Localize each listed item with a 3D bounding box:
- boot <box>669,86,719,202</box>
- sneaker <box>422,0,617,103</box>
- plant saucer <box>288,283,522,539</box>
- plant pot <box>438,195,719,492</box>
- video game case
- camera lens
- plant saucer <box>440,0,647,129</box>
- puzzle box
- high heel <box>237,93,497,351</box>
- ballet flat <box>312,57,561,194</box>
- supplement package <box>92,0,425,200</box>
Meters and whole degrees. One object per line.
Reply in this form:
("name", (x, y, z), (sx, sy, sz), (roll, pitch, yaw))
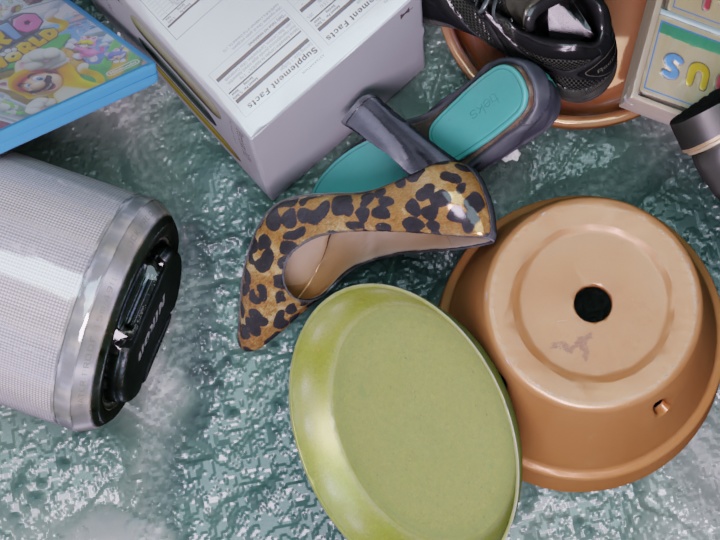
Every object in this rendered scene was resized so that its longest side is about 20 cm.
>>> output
("boot", (0.317, -0.084, 1.307), (0.199, 0.077, 0.139), (-29, 97, -9))
("sneaker", (0.087, -0.194, 1.314), (0.199, 0.114, 0.076), (35, 78, 11))
("plant saucer", (0.033, 0.102, 1.264), (0.031, 0.200, 0.201), (-20, 72, -44))
("plant pot", (0.147, 0.036, 1.279), (0.199, 0.140, 0.201), (0, 76, 1))
("video game case", (-0.249, -0.148, 1.325), (0.143, 0.018, 0.200), (-28, 44, -26))
("camera lens", (-0.228, 0.006, 1.288), (0.199, 0.160, 0.161), (19, 78, 6))
("plant saucer", (0.153, -0.193, 1.386), (0.199, 0.037, 0.201), (-1, 77, 2))
("puzzle box", (0.286, -0.143, 1.351), (0.199, 0.025, 0.134), (18, 78, -9))
("high heel", (0.000, 0.000, 1.291), (0.143, 0.071, 0.201), (42, 108, 34))
("ballet flat", (0.056, -0.080, 1.336), (0.200, 0.073, 0.073), (-32, 74, 32))
("supplement package", (-0.076, -0.185, 1.332), (0.151, 0.152, 0.200), (-41, 78, -7))
